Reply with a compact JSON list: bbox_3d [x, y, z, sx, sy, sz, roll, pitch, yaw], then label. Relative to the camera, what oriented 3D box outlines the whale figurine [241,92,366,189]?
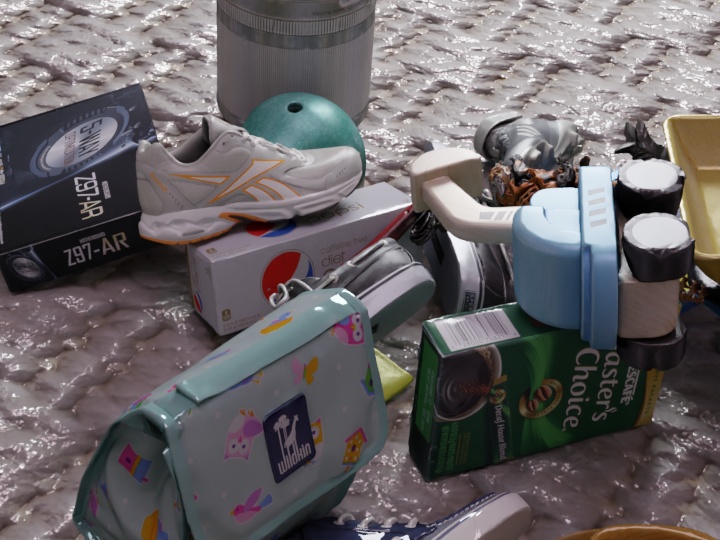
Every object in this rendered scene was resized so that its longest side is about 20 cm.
[{"bbox_3d":[-0.079,-0.087,1.122,0.158,0.105,0.200,27,48,25],"label":"whale figurine"}]

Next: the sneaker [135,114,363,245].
[{"bbox_3d":[-0.091,-0.087,1.021,0.197,0.094,0.076,-15,18,-20],"label":"sneaker"}]

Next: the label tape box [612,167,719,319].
[{"bbox_3d":[0.283,-0.013,1.099,0.142,0.067,0.200,-25,50,-31],"label":"label tape box"}]

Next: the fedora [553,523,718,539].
[{"bbox_3d":[0.192,0.217,0.777,0.197,0.083,0.202,3,37,-2],"label":"fedora"}]

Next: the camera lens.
[{"bbox_3d":[-0.064,-0.235,1.233,0.157,0.202,0.161,3,37,-2],"label":"camera lens"}]

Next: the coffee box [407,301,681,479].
[{"bbox_3d":[0.135,0.077,0.920,0.197,0.125,0.044,-10,38,-20],"label":"coffee box"}]

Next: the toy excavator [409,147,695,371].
[{"bbox_3d":[0.128,-0.027,0.887,0.196,0.101,0.196,0,38,7],"label":"toy excavator"}]

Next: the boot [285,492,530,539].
[{"bbox_3d":[0.017,0.183,0.811,0.198,0.074,0.090,-27,53,-33],"label":"boot"}]

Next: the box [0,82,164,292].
[{"bbox_3d":[-0.252,-0.079,1.118,0.158,0.044,0.201,-17,41,-6],"label":"box"}]

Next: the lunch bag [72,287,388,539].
[{"bbox_3d":[-0.077,0.111,0.780,0.169,0.201,0.122,-29,67,-36],"label":"lunch bag"}]

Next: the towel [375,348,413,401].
[{"bbox_3d":[-0.054,0.109,0.948,0.086,0.018,0.199,36,47,27],"label":"towel"}]

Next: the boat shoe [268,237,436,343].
[{"bbox_3d":[-0.035,0.036,0.944,0.198,0.074,0.068,-34,66,-21],"label":"boat shoe"}]

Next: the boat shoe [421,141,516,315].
[{"bbox_3d":[0.097,-0.037,1.091,0.067,0.074,0.201,3,39,-14],"label":"boat shoe"}]

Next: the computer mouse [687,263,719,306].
[{"bbox_3d":[0.357,0.011,0.954,0.197,0.046,0.141,-18,32,16],"label":"computer mouse"}]

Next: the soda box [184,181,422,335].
[{"bbox_3d":[-0.046,-0.013,1.051,0.197,0.069,0.063,-17,28,-26],"label":"soda box"}]

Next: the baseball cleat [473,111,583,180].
[{"bbox_3d":[0.147,-0.106,1.193,0.105,0.071,0.199,13,18,22],"label":"baseball cleat"}]

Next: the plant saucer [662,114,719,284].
[{"bbox_3d":[0.330,-0.047,0.925,0.196,0.049,0.201,1,37,6],"label":"plant saucer"}]

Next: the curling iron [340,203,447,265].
[{"bbox_3d":[0.000,0.000,1.019,0.199,0.026,0.049,-39,23,-9],"label":"curling iron"}]

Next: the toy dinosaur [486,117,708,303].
[{"bbox_3d":[0.197,-0.035,1.019,0.135,0.102,0.201,-37,78,-21],"label":"toy dinosaur"}]
